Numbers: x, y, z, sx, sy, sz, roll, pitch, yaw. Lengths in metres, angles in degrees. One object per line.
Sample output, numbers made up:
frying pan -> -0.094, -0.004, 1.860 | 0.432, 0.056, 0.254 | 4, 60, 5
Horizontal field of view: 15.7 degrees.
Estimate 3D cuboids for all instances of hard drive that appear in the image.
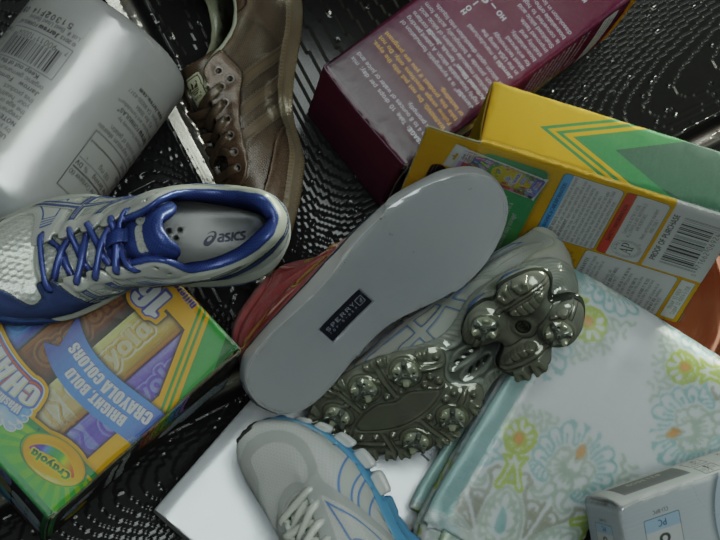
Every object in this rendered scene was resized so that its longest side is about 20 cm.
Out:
hard drive -> -0.016, 0.121, 1.661 | 0.132, 0.025, 0.200 | 41, 76, 2

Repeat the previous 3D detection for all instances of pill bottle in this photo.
pill bottle -> -0.210, -0.070, 1.629 | 0.114, 0.114, 0.200 | 35, 76, 0

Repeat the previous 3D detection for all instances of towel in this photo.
towel -> 0.145, 0.121, 1.647 | 0.171, 0.048, 0.200 | 32, 89, -12

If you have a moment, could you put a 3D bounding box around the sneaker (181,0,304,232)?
sneaker -> -0.083, -0.100, 1.669 | 0.075, 0.070, 0.200 | 12, 65, -28

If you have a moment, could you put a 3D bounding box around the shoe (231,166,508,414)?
shoe -> 0.000, 0.000, 1.610 | 0.200, 0.091, 0.071 | -42, 111, 4

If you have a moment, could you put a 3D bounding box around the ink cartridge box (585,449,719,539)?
ink cartridge box -> 0.231, 0.213, 1.616 | 0.160, 0.047, 0.200 | -16, 100, -26

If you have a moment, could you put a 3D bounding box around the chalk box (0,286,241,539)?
chalk box -> -0.191, 0.079, 1.596 | 0.200, 0.125, 0.124 | -40, 86, -15

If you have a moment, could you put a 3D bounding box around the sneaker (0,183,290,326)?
sneaker -> -0.139, -0.019, 1.516 | 0.200, 0.088, 0.075 | -13, 82, -9

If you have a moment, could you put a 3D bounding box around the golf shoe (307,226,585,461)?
golf shoe -> 0.055, 0.045, 1.622 | 0.200, 0.097, 0.078 | -31, 117, 23

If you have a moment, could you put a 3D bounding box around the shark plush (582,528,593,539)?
shark plush -> 0.104, 0.249, 1.622 | 0.083, 0.091, 0.200 | 23, 83, -20

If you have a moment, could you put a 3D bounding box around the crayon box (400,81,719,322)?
crayon box -> 0.127, -0.046, 1.629 | 0.200, 0.126, 0.052 | 17, 57, -4

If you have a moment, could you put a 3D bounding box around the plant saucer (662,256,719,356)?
plant saucer -> 0.167, 0.014, 1.706 | 0.200, 0.032, 0.201 | 2, 78, -7

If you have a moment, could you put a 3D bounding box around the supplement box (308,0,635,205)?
supplement box -> 0.071, -0.142, 1.684 | 0.200, 0.110, 0.086 | -37, 85, -13

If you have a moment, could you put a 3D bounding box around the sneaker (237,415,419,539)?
sneaker -> -0.013, 0.170, 1.569 | 0.200, 0.075, 0.087 | 47, 33, 17
